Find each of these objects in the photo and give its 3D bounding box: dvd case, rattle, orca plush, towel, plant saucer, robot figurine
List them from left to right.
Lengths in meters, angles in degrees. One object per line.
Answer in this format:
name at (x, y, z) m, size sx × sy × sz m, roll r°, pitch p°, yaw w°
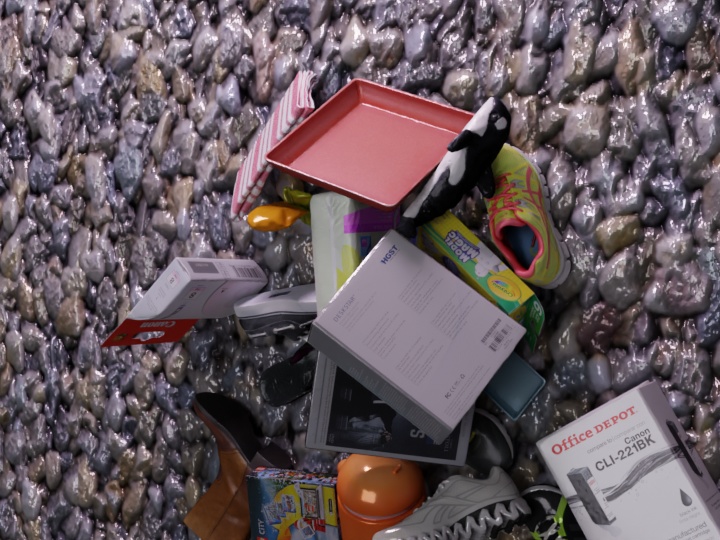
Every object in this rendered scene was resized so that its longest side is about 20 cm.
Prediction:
towel at (-0.118, -0.169, 1.524) m, size 0.030 × 0.146 × 0.200 m, roll 28°, pitch 115°, yaw -15°
rattle at (-0.063, -0.151, 1.482) m, size 0.200 × 0.143 × 0.130 m, roll -51°, pitch 53°, yaw 30°
plant saucer at (0.017, -0.152, 1.386) m, size 0.200 × 0.200 × 0.037 m, roll 23°, pitch 141°, yaw 29°
robot figurine at (0.030, 0.308, 1.438) m, size 0.116 × 0.144 × 0.200 m, roll -5°, pitch 122°, yaw 1°
dvd case at (0.040, 0.154, 1.360) m, size 0.199 × 0.025 × 0.151 m, roll 7°, pitch 99°, yaw -4°
orca plush at (0.125, -0.108, 1.322) m, size 0.071 × 0.105 × 0.200 m, roll 36°, pitch 71°, yaw 11°
plant saucer at (0.148, 0.099, 1.430) m, size 0.200 × 0.019 × 0.070 m, roll 43°, pitch 114°, yaw 22°

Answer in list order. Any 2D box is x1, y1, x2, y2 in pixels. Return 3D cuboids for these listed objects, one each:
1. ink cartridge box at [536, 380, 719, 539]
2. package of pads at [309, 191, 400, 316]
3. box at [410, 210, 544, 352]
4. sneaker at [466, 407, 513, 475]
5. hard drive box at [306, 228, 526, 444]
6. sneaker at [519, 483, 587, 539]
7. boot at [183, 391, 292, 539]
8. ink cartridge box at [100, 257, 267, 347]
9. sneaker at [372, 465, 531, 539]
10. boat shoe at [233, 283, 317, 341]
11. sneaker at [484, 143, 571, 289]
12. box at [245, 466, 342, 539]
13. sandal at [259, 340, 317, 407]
ink cartridge box at (0.317, 0.247, 1.287) m, size 0.144 × 0.084 × 0.200 m, roll -34°, pitch 74°, yaw 24°
package of pads at (0.000, 0.000, 1.438) m, size 0.068 × 0.154 × 0.201 m, roll -2°, pitch 91°, yaw 25°
box at (0.142, 0.018, 1.375) m, size 0.048 × 0.117 × 0.200 m, roll -38°, pitch 67°, yaw -18°
sneaker at (0.105, 0.193, 1.423) m, size 0.200 × 0.085 × 0.075 m, roll 41°, pitch 114°, yaw 24°
hard drive box at (0.064, 0.075, 1.301) m, size 0.200 × 0.077 × 0.156 m, roll 38°, pitch 70°, yaw 6°
sneaker at (0.257, 0.339, 1.335) m, size 0.200 × 0.083 × 0.072 m, roll 47°, pitch 115°, yaw 21°
boot at (-0.207, 0.301, 1.652) m, size 0.188 × 0.068 × 0.200 m, roll 37°, pitch 117°, yaw 12°
ink cartridge box at (-0.250, 0.061, 1.597) m, size 0.200 × 0.162 × 0.057 m, roll -49°, pitch 63°, yaw 25°
sneaker at (0.102, 0.295, 1.347) m, size 0.075 × 0.200 × 0.081 m, roll 105°, pitch 147°, yaw -58°
boat shoe at (-0.088, 0.063, 1.547) m, size 0.200 × 0.072 × 0.068 m, roll -9°, pitch 106°, yaw 33°
sneaker at (0.186, -0.072, 1.353) m, size 0.078 × 0.090 × 0.200 m, roll -34°, pitch 73°, yaw 31°
box at (-0.083, 0.376, 1.551) m, size 0.136 × 0.038 × 0.201 m, roll 2°, pitch 103°, yaw 24°
sandal at (-0.070, 0.135, 1.552) m, size 0.200 × 0.048 × 0.075 m, roll -37°, pitch 74°, yaw 29°
